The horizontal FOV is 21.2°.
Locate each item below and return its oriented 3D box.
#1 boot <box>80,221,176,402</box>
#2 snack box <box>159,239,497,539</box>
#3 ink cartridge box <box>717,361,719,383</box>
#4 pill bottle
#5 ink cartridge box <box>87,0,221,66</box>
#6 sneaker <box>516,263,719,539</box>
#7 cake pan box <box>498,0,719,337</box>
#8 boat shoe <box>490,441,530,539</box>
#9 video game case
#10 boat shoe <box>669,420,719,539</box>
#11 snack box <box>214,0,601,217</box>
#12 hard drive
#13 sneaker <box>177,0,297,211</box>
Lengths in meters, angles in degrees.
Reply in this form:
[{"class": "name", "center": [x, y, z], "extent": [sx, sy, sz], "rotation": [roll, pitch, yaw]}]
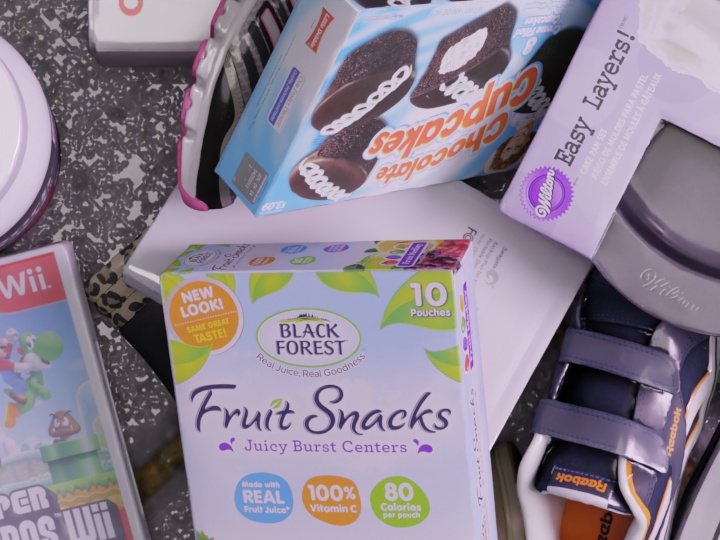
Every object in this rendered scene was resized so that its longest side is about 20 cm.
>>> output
[{"class": "boot", "center": [-0.029, 0.008, 1.005], "extent": [0.203, 0.073, 0.154], "rotation": [-40, 91, -7]}, {"class": "snack box", "center": [-0.011, 0.088, 0.915], "extent": [0.142, 0.053, 0.201], "rotation": [-1, 108, 14]}, {"class": "ink cartridge box", "center": [0.267, -0.014, 0.997], "extent": [0.145, 0.088, 0.200], "rotation": [34, 110, -5]}, {"class": "pill bottle", "center": [-0.204, -0.061, 0.918], "extent": [0.115, 0.200, 0.116], "rotation": [0, 90, -6]}, {"class": "ink cartridge box", "center": [-0.041, -0.181, 0.997], "extent": [0.199, 0.084, 0.147], "rotation": [0, 90, -6]}, {"class": "sneaker", "center": [0.129, 0.075, 0.962], "extent": [0.078, 0.079, 0.201], "rotation": [10, 97, 30]}, {"class": "cake pan box", "center": [0.185, -0.068, 0.909], "extent": [0.184, 0.052, 0.201], "rotation": [29, 97, 10]}, {"class": "boat shoe", "center": [0.068, 0.192, 1.017], "extent": [0.065, 0.072, 0.201], "rotation": [-6, 82, 14]}, {"class": "video game case", "center": [-0.192, 0.098, 0.989], "extent": [0.142, 0.017, 0.201], "rotation": [-14, 96, 5]}, {"class": "boat shoe", "center": [0.200, 0.123, 0.988], "extent": [0.063, 0.071, 0.201], "rotation": [21, 128, 6]}, {"class": "snack box", "center": [0.032, -0.092, 0.915], "extent": [0.037, 0.200, 0.116], "rotation": [46, 126, 25]}, {"class": "hard drive", "center": [0.000, 0.000, 0.965], "extent": [0.199, 0.026, 0.132], "rotation": [30, 72, 3]}, {"class": "sneaker", "center": [-0.023, -0.114, 0.921], "extent": [0.087, 0.074, 0.201], "rotation": [23, 86, -2]}]
